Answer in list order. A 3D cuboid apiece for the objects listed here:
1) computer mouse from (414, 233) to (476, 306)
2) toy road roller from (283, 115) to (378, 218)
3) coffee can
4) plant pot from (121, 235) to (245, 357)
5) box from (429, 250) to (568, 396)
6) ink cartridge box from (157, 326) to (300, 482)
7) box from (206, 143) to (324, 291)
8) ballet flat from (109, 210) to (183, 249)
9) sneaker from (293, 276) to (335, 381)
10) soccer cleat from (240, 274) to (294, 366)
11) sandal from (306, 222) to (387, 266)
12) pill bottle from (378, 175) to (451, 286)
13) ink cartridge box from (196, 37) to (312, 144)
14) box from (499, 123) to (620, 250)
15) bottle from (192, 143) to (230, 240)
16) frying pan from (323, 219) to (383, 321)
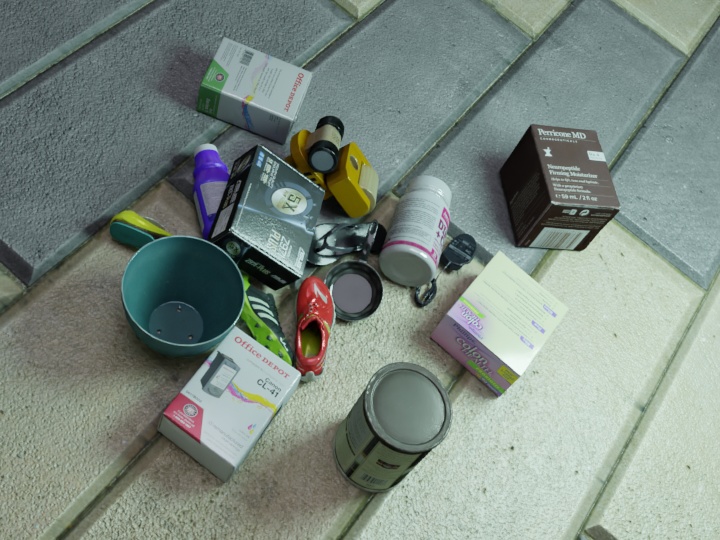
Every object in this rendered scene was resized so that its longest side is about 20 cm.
[{"bbox_3d":[0.167,0.001,1.732,0.058,0.034,0.200,35,62,15],"label":"computer mouse"},{"bbox_3d":[-0.068,-0.188,1.718,0.200,0.145,0.124,49,30,-29],"label":"toy road roller"},{"bbox_3d":[0.047,0.258,1.426,0.144,0.201,0.148,9,57,-14],"label":"coffee can"},{"bbox_3d":[-0.301,0.063,1.464,0.197,0.135,0.203,9,57,-14],"label":"plant pot"},{"bbox_3d":[0.263,0.099,1.661,0.175,0.097,0.200,40,55,7],"label":"box"},{"bbox_3d":[-0.212,0.216,1.433,0.147,0.086,0.201,34,56,4],"label":"ink cartridge box"},{"bbox_3d":[-0.168,-0.095,1.580,0.163,0.086,0.202,34,52,-29],"label":"box"},{"bbox_3d":[-0.350,-0.050,1.565,0.198,0.067,0.067,29,34,2],"label":"ballet flat"},{"bbox_3d":[-0.080,0.093,1.546,0.076,0.085,0.203,2,59,-4],"label":"sneaker"},{"bbox_3d":[-0.168,0.086,1.543,0.081,0.068,0.201,-25,70,-43],"label":"soccer cleat"},{"bbox_3d":[-0.030,-0.060,1.668,0.198,0.043,0.077,-15,85,-32],"label":"sandal"},{"bbox_3d":[0.112,-0.080,1.706,0.112,0.114,0.202,22,55,-5],"label":"pill bottle"},{"bbox_3d":[-0.214,-0.364,1.785,0.197,0.084,0.146,21,55,-5],"label":"ink cartridge box"},{"bbox_3d":[0.411,-0.170,1.833,0.163,0.165,0.203,2,59,-17],"label":"box"},{"bbox_3d":[-0.271,-0.143,1.642,0.082,0.065,0.202,-5,61,-27],"label":"bottle"},{"bbox_3d":[-0.017,0.002,1.638,0.113,0.031,0.193,-3,73,-5],"label":"frying pan"}]
